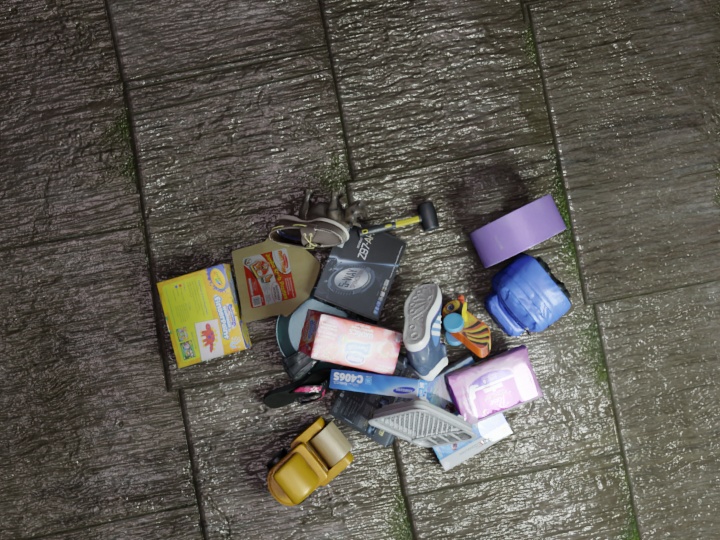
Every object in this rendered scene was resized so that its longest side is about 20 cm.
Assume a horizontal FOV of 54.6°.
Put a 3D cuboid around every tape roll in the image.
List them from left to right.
[{"bbox_3d":[0.345,-0.087,1.537,0.198,0.200,0.086,-27,88,0],"label":"tape roll"}]

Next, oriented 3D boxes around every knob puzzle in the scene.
[{"bbox_3d":[-0.188,0.016,1.620,0.216,0.031,0.223,-1,69,3],"label":"knob puzzle"}]

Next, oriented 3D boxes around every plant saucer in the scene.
[{"bbox_3d":[-0.097,0.139,1.623,0.197,0.036,0.204,0,89,1],"label":"plant saucer"}]

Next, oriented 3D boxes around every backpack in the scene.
[{"bbox_3d":[0.367,0.064,1.532,0.168,0.200,0.163,-44,88,0],"label":"backpack"}]

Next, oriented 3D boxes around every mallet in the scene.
[{"bbox_3d":[0.090,-0.098,1.600,0.198,0.041,0.067,-22,87,-17],"label":"mallet"}]

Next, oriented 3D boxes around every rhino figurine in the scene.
[{"bbox_3d":[-0.061,-0.134,1.586,0.198,0.059,0.089,10,93,33],"label":"rhino figurine"}]

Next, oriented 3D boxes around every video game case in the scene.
[{"bbox_3d":[0.224,0.326,1.605,0.180,0.045,0.202,-29,87,-1],"label":"video game case"}]

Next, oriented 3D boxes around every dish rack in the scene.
[{"bbox_3d":[0.133,0.322,1.486,0.199,0.171,0.044,30,54,-33],"label":"dish rack"}]

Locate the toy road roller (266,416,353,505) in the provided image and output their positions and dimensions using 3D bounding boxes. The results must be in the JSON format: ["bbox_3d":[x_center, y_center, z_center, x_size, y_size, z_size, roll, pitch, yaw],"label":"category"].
[{"bbox_3d":[-0.118,0.438,1.558,0.199,0.146,0.123,-41,88,0],"label":"toy road roller"}]

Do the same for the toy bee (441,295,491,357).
[{"bbox_3d":[0.224,0.106,1.582,0.199,0.131,0.109,37,65,13],"label":"toy bee"}]

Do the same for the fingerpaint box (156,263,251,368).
[{"bbox_3d":[-0.359,0.103,1.612,0.164,0.073,0.203,-16,88,2],"label":"fingerpaint box"}]

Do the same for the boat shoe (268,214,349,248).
[{"bbox_3d":[-0.119,-0.080,1.575,0.198,0.073,0.060,11,44,30],"label":"boat shoe"}]

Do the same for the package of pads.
[{"bbox_3d":[0.296,0.256,1.548,0.197,0.076,0.122,-21,87,-3],"label":"package of pads"}]

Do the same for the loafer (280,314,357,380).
[{"bbox_3d":[-0.094,0.162,1.570,0.200,0.068,0.071,-41,82,-3],"label":"loafer"}]

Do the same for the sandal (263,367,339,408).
[{"bbox_3d":[-0.127,0.282,1.599,0.198,0.045,0.076,-23,132,6],"label":"sandal"}]

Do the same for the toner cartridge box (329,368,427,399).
[{"bbox_3d":[0.040,0.247,1.515,0.197,0.095,0.044,4,82,18],"label":"toner cartridge box"}]

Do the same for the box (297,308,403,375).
[{"bbox_3d":[-0.022,0.153,1.493,0.197,0.099,0.097,15,87,-22],"label":"box"}]

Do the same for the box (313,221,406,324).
[{"bbox_3d":[0.000,0.000,1.600,0.158,0.044,0.202,22,76,2],"label":"box"}]

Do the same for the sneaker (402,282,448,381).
[{"bbox_3d":[0.149,0.143,1.528,0.079,0.201,0.148,-7,130,23],"label":"sneaker"}]

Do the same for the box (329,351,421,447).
[{"bbox_3d":[0.041,0.274,1.587,0.156,0.051,0.202,25,90,21],"label":"box"}]
